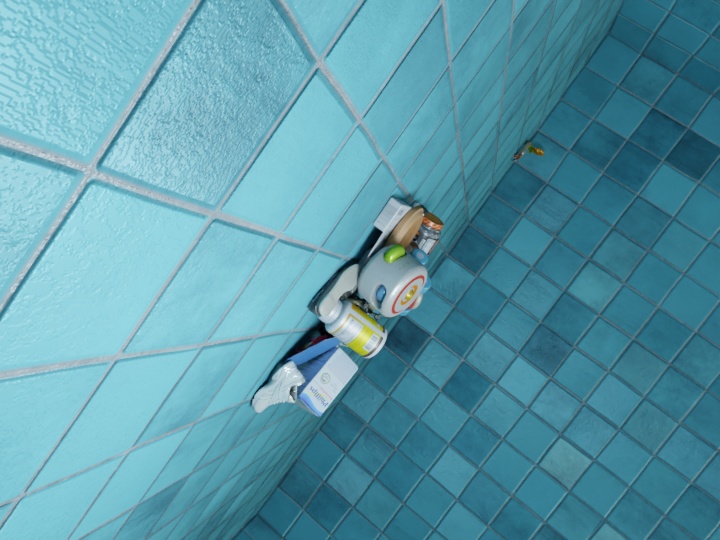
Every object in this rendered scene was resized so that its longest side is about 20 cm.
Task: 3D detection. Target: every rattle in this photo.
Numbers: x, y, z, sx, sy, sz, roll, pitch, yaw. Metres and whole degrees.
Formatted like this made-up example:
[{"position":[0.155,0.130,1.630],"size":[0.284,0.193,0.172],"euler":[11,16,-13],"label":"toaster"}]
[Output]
[{"position":[1.048,-0.716,3.413],"size":[0.130,0.143,0.200],"euler":[-39,-173,43],"label":"rattle"}]

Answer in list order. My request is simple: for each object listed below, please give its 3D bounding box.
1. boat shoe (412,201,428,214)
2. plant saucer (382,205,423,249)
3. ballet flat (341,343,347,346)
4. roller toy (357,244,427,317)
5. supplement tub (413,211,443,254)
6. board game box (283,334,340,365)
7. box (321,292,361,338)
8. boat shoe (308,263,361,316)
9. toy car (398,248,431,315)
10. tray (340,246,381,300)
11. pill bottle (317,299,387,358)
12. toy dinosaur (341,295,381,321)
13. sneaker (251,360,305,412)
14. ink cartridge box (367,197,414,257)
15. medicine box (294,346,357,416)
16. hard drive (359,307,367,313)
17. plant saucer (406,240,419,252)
[{"position":[0.155,-0.135,1.813],"size":[0.200,0.057,0.069],"euler":[-59,167,26],"label":"boat shoe"},{"position":[0.131,-0.105,1.651],"size":[0.200,0.032,0.200],"euler":[-51,168,-15],"label":"plant saucer"},{"position":[-0.083,0.277,2.050],"size":[0.200,0.067,0.068],"euler":[-54,168,3],"label":"ballet flat"},{"position":[0.097,0.034,1.550],"size":[0.183,0.140,0.200],"euler":[-50,156,1],"label":"roller toy"},{"position":[0.199,-0.104,1.912],"size":[0.200,0.122,0.122],"euler":[-59,167,23],"label":"supplement tub"},{"position":[-0.149,0.230,1.647],"size":[0.199,0.039,0.158],"euler":[-28,163,4],"label":"board game box"},{"position":[-0.062,0.161,1.794],"size":[0.160,0.044,0.200],"euler":[-50,176,-13],"label":"box"},{"position":[-0.071,0.047,1.500],"size":[0.200,0.057,0.067],"euler":[-49,133,-35],"label":"boat shoe"},{"position":[0.094,0.030,1.729],"size":[0.185,0.199,0.178],"euler":[123,-30,-53],"label":"toy car"},{"position":[0.000,0.000,1.688],"size":[0.200,0.022,0.107],"euler":[-57,167,18],"label":"tray"},{"position":[-0.026,0.161,1.586],"size":[0.109,0.200,0.109],"euler":[-45,-160,21],"label":"pill bottle"},{"position":[0.016,0.104,1.630],"size":[0.199,0.088,0.048],"euler":[22,102,-39],"label":"toy dinosaur"},{"position":[-0.238,0.361,1.590],"size":[0.200,0.099,0.078],"euler":[-49,169,20],"label":"sneaker"},{"position":[0.080,-0.123,1.587],"size":[0.177,0.045,0.200],"euler":[-56,168,12],"label":"ink cartridge box"},{"position":[-0.138,0.344,1.751],"size":[0.200,0.103,0.182],"euler":[-49,-159,-21],"label":"medicine box"},{"position":[0.005,0.150,1.874],"size":[0.200,0.038,0.140],"euler":[-54,176,16],"label":"hard drive"},{"position":[0.108,-0.030,1.821],"size":[0.199,0.032,0.201],"euler":[-20,138,-20],"label":"plant saucer"}]
